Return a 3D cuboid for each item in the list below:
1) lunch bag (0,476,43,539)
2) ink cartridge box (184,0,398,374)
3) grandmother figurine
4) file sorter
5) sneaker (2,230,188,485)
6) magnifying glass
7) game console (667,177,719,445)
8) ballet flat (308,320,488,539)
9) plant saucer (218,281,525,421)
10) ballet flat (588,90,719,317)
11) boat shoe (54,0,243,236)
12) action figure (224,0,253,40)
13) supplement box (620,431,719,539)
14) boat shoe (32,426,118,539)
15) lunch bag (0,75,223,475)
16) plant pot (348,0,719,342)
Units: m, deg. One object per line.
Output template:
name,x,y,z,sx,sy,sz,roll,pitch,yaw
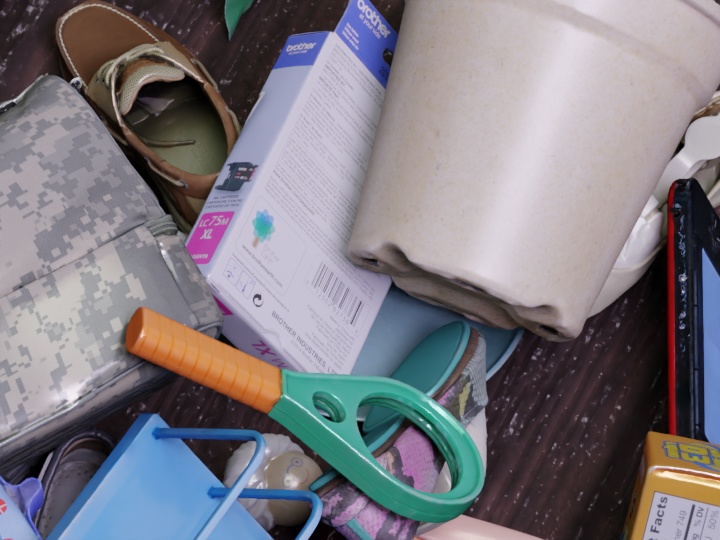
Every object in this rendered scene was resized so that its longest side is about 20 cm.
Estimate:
lunch bag,-0.242,0.172,1.470,0.200,0.094,0.151,-34,69,-15
ink cartridge box,-0.020,-0.041,1.573,0.042,0.119,0.200,0,54,44
grandmother figurine,0.020,0.140,1.556,0.199,0.061,0.121,21,42,1
file sorter,-0.055,0.188,1.434,0.200,0.122,0.139,49,61,-24
sneaker,-0.174,0.038,1.563,0.200,0.075,0.087,-40,67,-13
magnifying glass,-0.024,0.066,1.405,0.199,0.022,0.080,24,36,-22
game console,0.246,0.063,1.594,0.118,0.172,0.201,-8,61,19
ballet flat,0.031,0.096,1.511,0.071,0.069,0.200,54,28,-8
plant saucer,0.000,0.000,1.634,0.199,0.036,0.201,3,63,-6
ballet flat,0.160,-0.041,1.638,0.069,0.070,0.200,41,54,13
boat shoe,-0.111,-0.095,1.619,0.076,0.074,0.200,-37,54,-10
action figure,-0.062,-0.234,1.648,0.054,0.200,0.119,13,62,0
supplement box,0.155,0.189,1.484,0.069,0.067,0.201,15,103,0
boat shoe,-0.152,0.180,1.511,0.074,0.060,0.201,10,63,-4
lunch bag,-0.189,0.009,1.437,0.200,0.139,0.168,-28,86,-23
plant pot,0.085,-0.069,1.539,0.200,0.200,0.184,20,82,3
